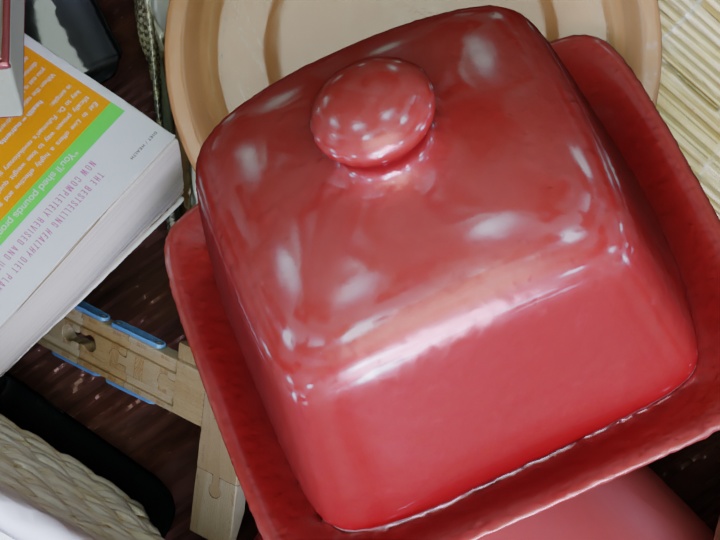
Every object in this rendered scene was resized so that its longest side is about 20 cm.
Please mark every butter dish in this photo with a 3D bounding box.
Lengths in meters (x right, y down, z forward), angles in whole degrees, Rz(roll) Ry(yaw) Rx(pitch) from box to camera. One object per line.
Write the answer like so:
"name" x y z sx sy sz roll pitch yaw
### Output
"butter dish" 0.021 -0.018 1.007 0.199 0.148 0.200 -25 51 2

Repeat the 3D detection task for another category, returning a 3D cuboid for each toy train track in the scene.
"toy train track" -0.076 0.039 1.166 0.200 0.032 0.115 24 116 36

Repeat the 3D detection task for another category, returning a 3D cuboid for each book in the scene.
"book" -0.190 -0.051 1.148 0.200 0.048 0.134 35 66 20

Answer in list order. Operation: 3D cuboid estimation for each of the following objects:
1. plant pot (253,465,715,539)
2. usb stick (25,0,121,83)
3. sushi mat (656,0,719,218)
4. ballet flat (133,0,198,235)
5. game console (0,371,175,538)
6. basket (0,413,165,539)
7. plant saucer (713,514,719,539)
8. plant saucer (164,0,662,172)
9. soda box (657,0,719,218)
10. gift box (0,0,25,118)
"plant pot" 0.059 0.142 1.139 0.177 0.200 0.201 35 92 -11
"usb stick" -0.165 -0.161 1.205 0.055 0.033 0.201 -26 91 2
"sushi mat" 0.185 -0.033 1.149 0.200 0.012 0.096 40 91 -2
"ballet flat" -0.059 -0.078 1.184 0.068 0.075 0.201 -4 91 0
"game console" -0.212 0.113 1.221 0.176 0.116 0.200 38 93 -30
"basket" -0.184 0.152 1.089 0.200 0.161 0.199 33 95 -29
"plant saucer" 0.187 0.119 1.097 0.035 0.200 0.201 6 92 41
"plant saucer" 0.021 -0.088 1.128 0.199 0.032 0.201 0 88 3
"soda box" 0.111 -0.075 1.186 0.068 0.063 0.200 -32 91 0
"gift box" -0.210 -0.166 1.090 0.184 0.187 0.201 -1 54 5
